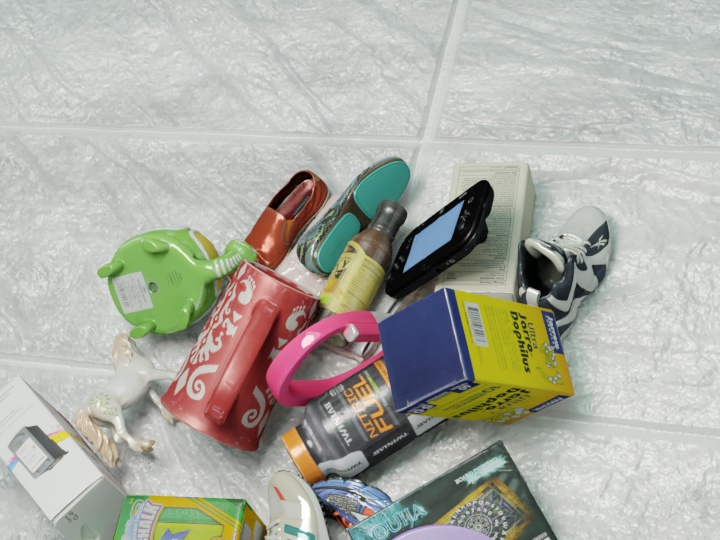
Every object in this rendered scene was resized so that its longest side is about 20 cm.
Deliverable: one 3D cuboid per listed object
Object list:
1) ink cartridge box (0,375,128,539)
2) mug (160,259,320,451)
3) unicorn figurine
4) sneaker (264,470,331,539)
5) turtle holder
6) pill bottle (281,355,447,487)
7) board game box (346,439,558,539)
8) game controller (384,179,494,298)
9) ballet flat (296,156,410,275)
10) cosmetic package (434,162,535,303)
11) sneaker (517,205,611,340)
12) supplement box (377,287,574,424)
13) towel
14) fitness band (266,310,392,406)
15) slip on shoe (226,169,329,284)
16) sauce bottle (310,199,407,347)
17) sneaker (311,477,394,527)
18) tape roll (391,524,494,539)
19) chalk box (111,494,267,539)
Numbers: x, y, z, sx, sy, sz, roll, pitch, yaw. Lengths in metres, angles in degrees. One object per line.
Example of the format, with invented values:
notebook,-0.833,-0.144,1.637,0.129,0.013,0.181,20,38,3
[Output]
ink cartridge box,-0.367,0.243,1.558,0.086,0.148,0.200,-43,57,-12
mug,-0.129,0.105,1.531,0.201,0.133,0.177,-62,31,2
unicorn figurine,-0.289,0.153,1.621,0.137,0.074,0.200,38,33,5
sneaker,-0.084,0.321,1.429,0.093,0.070,0.201,-5,64,-30
turtle holder,-0.239,-0.004,1.673,0.141,0.132,0.186,46,119,4
pill bottle,0.006,0.176,1.513,0.199,0.106,0.106,-32,54,-4
board game box,0.102,0.293,1.397,0.199,0.028,0.136,-28,81,-5
game controller,0.095,-0.037,1.563,0.200,0.042,0.105,-36,36,51
ballet flat,-0.015,-0.078,1.680,0.074,0.074,0.200,29,64,30
cosmetic package,0.162,-0.038,1.627,0.103,0.073,0.201,1,58,18
sneaker,0.247,-0.020,1.554,0.079,0.130,0.200,25,68,27
supplement box,0.132,0.101,1.442,0.109,0.199,0.110,-30,62,37
towel,-0.017,0.007,1.678,0.190,0.032,0.200,25,67,29
fitness band,-0.026,0.108,1.514,0.144,0.199,0.038,-47,63,22
slip on shoe,-0.117,-0.057,1.733,0.074,0.061,0.200,29,71,29
sauce bottle,0.000,0.000,1.620,0.064,0.065,0.201,16,62,25
sneaker,0.018,0.293,1.454,0.199,0.075,0.079,13,65,26
tape roll,0.087,0.369,1.336,0.198,0.066,0.202,0,81,1
chalk box,-0.215,0.337,1.463,0.198,0.124,0.125,-2,57,16
